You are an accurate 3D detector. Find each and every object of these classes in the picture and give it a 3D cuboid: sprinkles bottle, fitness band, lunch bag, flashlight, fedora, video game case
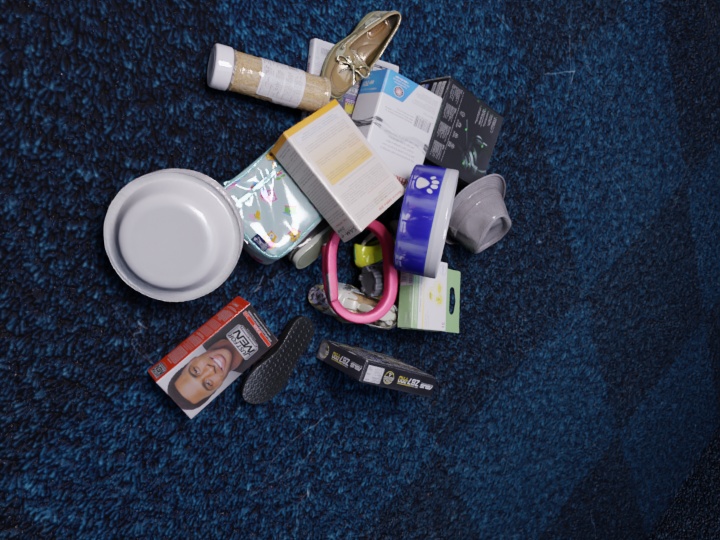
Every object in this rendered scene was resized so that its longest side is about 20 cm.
[{"bbox_3d":[-0.151,-0.317,0.882,0.200,0.068,0.068,7,96,-28],"label":"sprinkles bottle"},{"bbox_3d":[0.000,0.000,0.988,0.143,0.037,0.200,-3,92,-25],"label":"fitness band"},{"bbox_3d":[-0.149,-0.120,0.914,0.160,0.077,0.200,47,69,-11],"label":"lunch bag"},{"bbox_3d":[0.082,0.020,1.105,0.200,0.068,0.068,-10,132,-47],"label":"flashlight"},{"bbox_3d":[0.272,-0.108,1.170,0.177,0.090,0.200,-25,152,-21],"label":"fedora"},{"bbox_3d":[-0.019,-0.326,1.017,0.200,0.023,0.182,2,99,-37],"label":"video game case"}]

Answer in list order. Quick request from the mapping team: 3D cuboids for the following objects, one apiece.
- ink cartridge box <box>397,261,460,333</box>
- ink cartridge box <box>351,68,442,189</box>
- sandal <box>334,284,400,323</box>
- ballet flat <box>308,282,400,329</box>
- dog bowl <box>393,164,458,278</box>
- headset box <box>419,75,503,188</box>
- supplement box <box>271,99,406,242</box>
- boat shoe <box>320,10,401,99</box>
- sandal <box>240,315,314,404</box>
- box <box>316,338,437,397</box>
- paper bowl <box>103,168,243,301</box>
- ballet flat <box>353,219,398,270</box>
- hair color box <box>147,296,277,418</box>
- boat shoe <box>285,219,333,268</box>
[{"bbox_3d":[0.163,0.056,1.107,0.200,0.048,0.146,10,79,-40],"label":"ink cartridge box"},{"bbox_3d":[0.056,-0.262,1.015,0.146,0.086,0.200,14,96,-37],"label":"ink cartridge box"},{"bbox_3d":[0.037,0.078,1.123,0.200,0.054,0.080,-7,104,-34],"label":"sandal"},{"bbox_3d":[-0.004,0.070,1.047,0.200,0.072,0.072,18,89,-20],"label":"ballet flat"},{"bbox_3d":[0.120,-0.089,0.959,0.200,0.079,0.200,12,90,-81],"label":"dog bowl"},{"bbox_3d":[0.200,-0.287,1.135,0.200,0.093,0.174,19,89,-37],"label":"headset box"},{"bbox_3d":[-0.035,-0.166,0.888,0.126,0.074,0.200,-42,98,-29],"label":"supplement box"},{"bbox_3d":[-0.001,-0.400,0.959,0.073,0.063,0.200,40,77,-36],"label":"boat shoe"},{"bbox_3d":[-0.161,0.173,1.016,0.200,0.048,0.075,-52,124,-30],"label":"sandal"},{"bbox_3d":[0.033,0.199,1.081,0.200,0.161,0.049,21,89,-38],"label":"box"},{"bbox_3d":[-0.281,-0.051,0.796,0.200,0.104,0.201,-2,104,-9],"label":"paper bowl"},{"bbox_3d":[0.067,-0.068,1.109,0.200,0.067,0.067,-28,107,-26],"label":"ballet flat"},{"bbox_3d":[-0.256,0.150,0.928,0.200,0.061,0.102,-42,122,-20],"label":"hair color box"},{"bbox_3d":[-0.065,-0.087,1.007,0.201,0.061,0.072,-40,158,-23],"label":"boat shoe"}]
